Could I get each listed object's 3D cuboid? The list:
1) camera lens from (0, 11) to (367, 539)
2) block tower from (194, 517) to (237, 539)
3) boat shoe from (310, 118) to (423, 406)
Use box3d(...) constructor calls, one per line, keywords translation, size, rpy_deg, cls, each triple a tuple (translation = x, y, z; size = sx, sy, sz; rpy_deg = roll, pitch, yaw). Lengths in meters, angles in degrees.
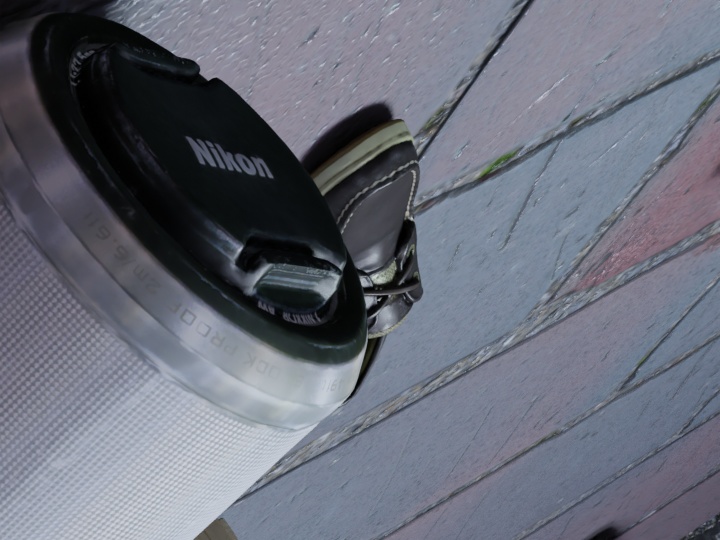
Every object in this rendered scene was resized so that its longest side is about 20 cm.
box3d(translation=(-0.109, 0.029, 0.891), size=(0.200, 0.160, 0.160), rpy_deg=(-43, 165, 19), cls="camera lens")
box3d(translation=(-0.134, 0.230, 1.681), size=(0.200, 0.058, 0.054), rpy_deg=(-46, 163, 32), cls="block tower")
box3d(translation=(0.000, 0.000, 1.267), size=(0.073, 0.065, 0.200), rpy_deg=(-31, 163, -22), cls="boat shoe")
